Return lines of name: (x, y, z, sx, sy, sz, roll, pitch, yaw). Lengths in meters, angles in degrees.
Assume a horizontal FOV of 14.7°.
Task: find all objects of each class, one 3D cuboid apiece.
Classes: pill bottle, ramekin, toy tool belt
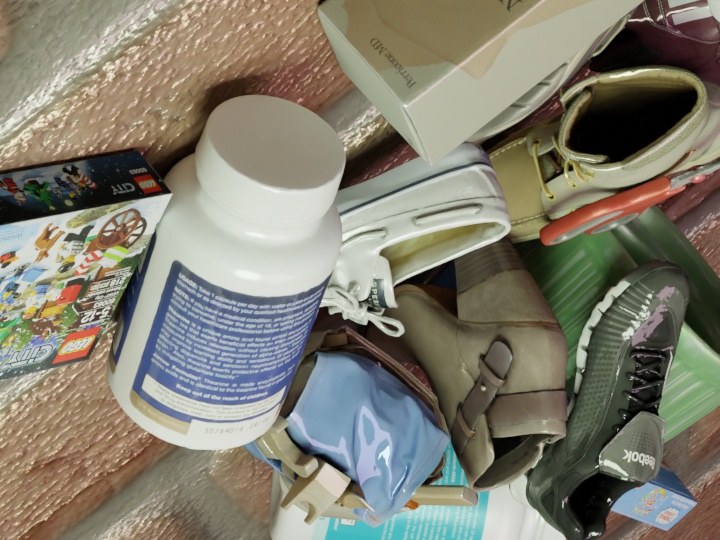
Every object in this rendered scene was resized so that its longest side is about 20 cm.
pill bottle: (-0.074, 0.000, 1.623, 0.111, 0.111, 0.201, -19, 144, -38)
ramekin: (0.180, 0.027, 1.925, 0.098, 0.200, 0.200, -41, 155, 16)
pill bottle: (0.042, 0.148, 1.913, 0.199, 0.111, 0.111, 9, 139, -6)
toy tool belt: (-0.023, 0.095, 1.758, 0.200, 0.123, 0.125, 32, 81, -35)

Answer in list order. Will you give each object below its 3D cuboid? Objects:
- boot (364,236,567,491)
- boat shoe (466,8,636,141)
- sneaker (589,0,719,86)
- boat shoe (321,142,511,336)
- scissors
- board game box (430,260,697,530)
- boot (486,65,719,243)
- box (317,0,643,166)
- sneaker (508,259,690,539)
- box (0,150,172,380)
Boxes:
boot: (0.068, 0.074, 1.838, 0.070, 0.147, 0.200, -1, 157, -27)
boat shoe: (0.129, -0.152, 1.707, 0.200, 0.075, 0.073, -45, 156, 16)
sneaker: (0.193, -0.156, 1.817, 0.115, 0.076, 0.200, -13, 167, 4)
boat shoe: (0.002, 0.002, 1.723, 0.201, 0.086, 0.075, -24, 155, -2)
scissors: (0.197, -0.054, 1.744, 0.073, 0.014, 0.200, -7, 167, -46)
board game box: (0.142, 0.088, 1.955, 0.037, 0.200, 0.151, -44, 154, 11)
boot: (0.135, -0.074, 1.760, 0.199, 0.072, 0.155, -21, 173, 13)
box: (0.084, -0.164, 1.607, 0.200, 0.095, 0.078, -39, 153, -6)
sneaker: (0.169, 0.091, 1.790, 0.066, 0.091, 0.201, 12, 116, -33)
box: (-0.211, 0.008, 1.539, 0.199, 0.038, 0.137, -13, 143, -44)
